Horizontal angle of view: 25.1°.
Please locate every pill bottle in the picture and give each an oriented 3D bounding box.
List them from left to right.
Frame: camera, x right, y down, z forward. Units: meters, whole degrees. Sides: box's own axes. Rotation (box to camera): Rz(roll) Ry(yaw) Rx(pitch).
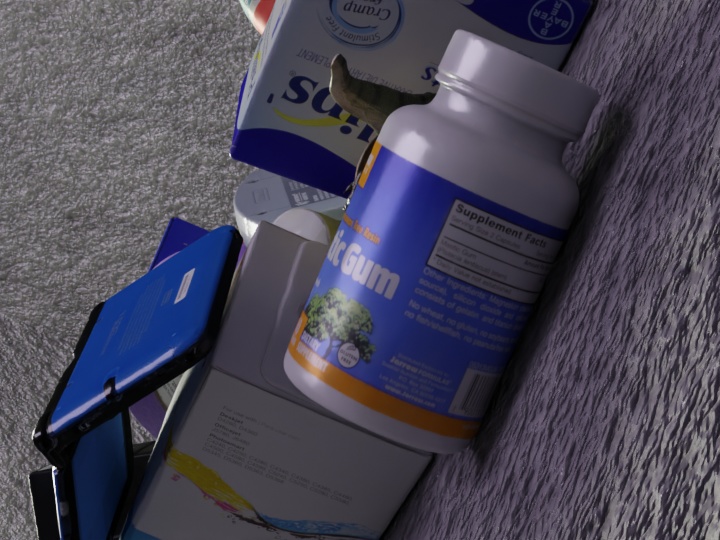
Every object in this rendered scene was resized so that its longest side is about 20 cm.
[{"bbox_3d":[0.046,-0.017,0.842,0.112,0.111,0.201,-107,39,-80],"label":"pill bottle"}]

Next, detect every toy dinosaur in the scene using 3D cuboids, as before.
[{"bbox_3d":[0.027,-0.067,0.911,0.199,0.047,0.089,8,-66,-51],"label":"toy dinosaur"}]

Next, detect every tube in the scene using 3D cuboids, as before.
[{"bbox_3d":[0.000,0.000,1.148,0.200,0.058,0.052,25,-134,-64],"label":"tube"}]

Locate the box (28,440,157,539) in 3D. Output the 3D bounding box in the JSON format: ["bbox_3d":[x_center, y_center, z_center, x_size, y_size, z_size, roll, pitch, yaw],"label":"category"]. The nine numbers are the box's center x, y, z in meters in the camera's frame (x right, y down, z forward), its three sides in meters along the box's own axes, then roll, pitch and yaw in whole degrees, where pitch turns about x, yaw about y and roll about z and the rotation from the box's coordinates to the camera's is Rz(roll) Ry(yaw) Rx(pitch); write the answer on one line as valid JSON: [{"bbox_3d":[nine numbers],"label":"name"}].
[{"bbox_3d":[-0.164,0.235,1.223,0.149,0.123,0.202,72,-172,-88],"label":"box"}]

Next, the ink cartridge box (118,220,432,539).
[{"bbox_3d":[-0.048,0.105,1.039,0.147,0.145,0.201,-75,11,-51],"label":"ink cartridge box"}]

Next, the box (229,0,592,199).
[{"bbox_3d":[0.031,-0.149,1.091,0.105,0.183,0.201,-89,21,-56],"label":"box"}]

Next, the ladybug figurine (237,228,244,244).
[{"bbox_3d":[-0.069,-0.006,1.379,0.135,0.072,0.200,-14,12,32],"label":"ladybug figurine"}]

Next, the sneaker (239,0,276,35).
[{"bbox_3d":[-0.032,-0.211,1.240,0.070,0.093,0.200,-50,-6,25],"label":"sneaker"}]

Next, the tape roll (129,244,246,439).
[{"bbox_3d":[-0.094,0.074,1.293,0.066,0.199,0.201,-72,8,-46],"label":"tape roll"}]

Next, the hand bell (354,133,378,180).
[{"bbox_3d":[0.045,-0.013,1.077,0.200,0.103,0.105,94,-164,-68],"label":"hand bell"}]

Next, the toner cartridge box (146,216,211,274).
[{"bbox_3d":[-0.096,0.035,1.445,0.043,0.199,0.095,121,170,-55],"label":"toner cartridge box"}]

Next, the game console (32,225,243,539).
[{"bbox_3d":[-0.124,0.087,0.997,0.170,0.119,0.200,-32,17,13],"label":"game console"}]

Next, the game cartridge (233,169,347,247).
[{"bbox_3d":[-0.032,-0.053,1.255,0.200,0.132,0.041,-112,13,-74],"label":"game cartridge"}]
